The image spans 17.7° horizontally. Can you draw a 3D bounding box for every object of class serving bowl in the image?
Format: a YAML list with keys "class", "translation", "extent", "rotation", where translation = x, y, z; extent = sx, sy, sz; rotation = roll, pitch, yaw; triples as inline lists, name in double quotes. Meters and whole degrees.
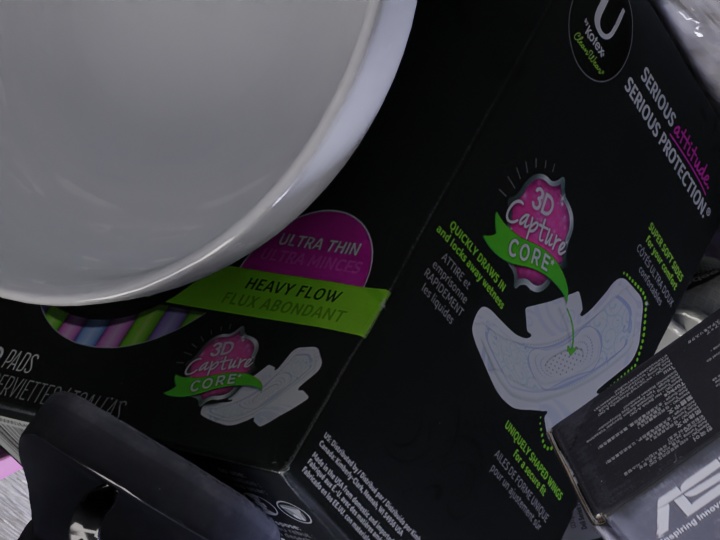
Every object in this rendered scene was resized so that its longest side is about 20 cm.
- class: "serving bowl"
  translation: [-0.063, -0.088, 0.666]
  extent: [0.200, 0.200, 0.066]
  rotation: [16, -177, 29]

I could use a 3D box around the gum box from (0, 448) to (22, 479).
- class: "gum box"
  translation: [-0.142, -0.017, 0.833]
  extent: [0.200, 0.113, 0.066]
  rotation: [63, -179, 39]

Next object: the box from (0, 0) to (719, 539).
- class: "box"
  translation: [0.000, 0.000, 0.719]
  extent: [0.148, 0.200, 0.124]
  rotation: [9, 149, 41]

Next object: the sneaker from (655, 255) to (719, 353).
- class: "sneaker"
  translation: [0.089, 0.031, 0.782]
  extent: [0.200, 0.075, 0.081]
  rotation: [-7, 142, -1]

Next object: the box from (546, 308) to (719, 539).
- class: "box"
  translation: [0.176, 0.044, 0.631]
  extent: [0.161, 0.200, 0.049]
  rotation: [49, -170, -32]

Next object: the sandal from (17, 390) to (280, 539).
- class: "sandal"
  translation: [-0.071, 0.088, 0.670]
  extent: [0.076, 0.043, 0.200]
  rotation: [29, 157, 2]

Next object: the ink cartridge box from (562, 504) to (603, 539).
- class: "ink cartridge box"
  translation: [0.122, 0.142, 0.847]
  extent: [0.200, 0.083, 0.147]
  rotation: [-14, 124, 8]
